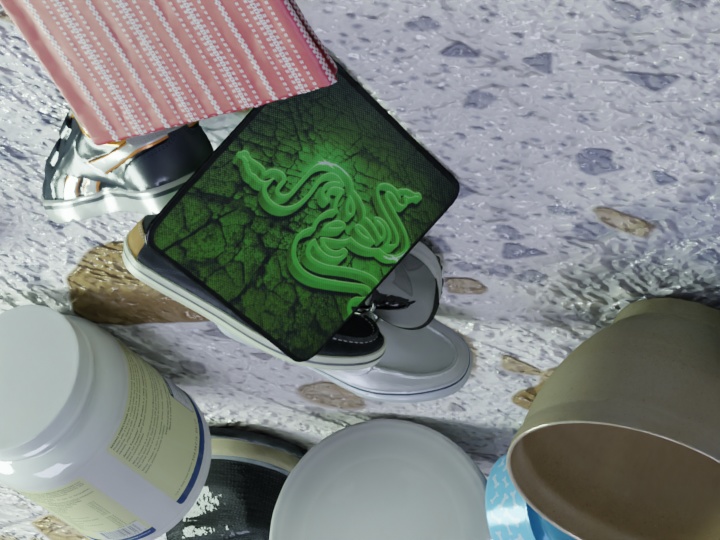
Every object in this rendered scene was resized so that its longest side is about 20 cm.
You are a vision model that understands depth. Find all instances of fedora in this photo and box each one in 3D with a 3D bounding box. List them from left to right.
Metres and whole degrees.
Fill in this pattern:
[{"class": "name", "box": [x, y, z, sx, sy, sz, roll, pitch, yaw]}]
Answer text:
[{"class": "fedora", "box": [-0.114, 0.212, 2.220, 0.199, 0.092, 0.201, 9, 157, 4]}]

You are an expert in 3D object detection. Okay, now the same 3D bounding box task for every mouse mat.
[{"class": "mouse mat", "box": [-0.032, -0.036, 1.568, 0.008, 0.161, 0.200, 44, -178, 39]}]

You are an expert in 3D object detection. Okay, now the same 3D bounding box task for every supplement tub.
[{"class": "supplement tub", "box": [-0.224, 0.124, 1.998, 0.144, 0.146, 0.200, -2, 154, 28]}]

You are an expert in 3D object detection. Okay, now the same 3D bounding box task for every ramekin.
[{"class": "ramekin", "box": [0.029, 0.232, 2.085, 0.201, 0.204, 0.094, 4, 168, 16]}]

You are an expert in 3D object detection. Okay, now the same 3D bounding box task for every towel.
[{"class": "towel", "box": [-0.119, -0.147, 1.425, 0.199, 0.023, 0.145, -10, 124, 39]}]

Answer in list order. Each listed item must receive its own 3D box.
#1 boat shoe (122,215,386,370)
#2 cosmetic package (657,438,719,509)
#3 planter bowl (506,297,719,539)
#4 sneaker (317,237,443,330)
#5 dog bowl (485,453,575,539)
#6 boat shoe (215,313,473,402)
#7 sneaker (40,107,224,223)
[{"class": "boat shoe", "box": [-0.068, 0.009, 1.735, 0.199, 0.075, 0.062, 27, 117, -6]}, {"class": "cosmetic package", "box": [0.283, 0.210, 1.869, 0.199, 0.201, 0.123, -5, 176, 30]}, {"class": "planter bowl", "box": [0.217, 0.106, 1.749, 0.199, 0.135, 0.201, 18, 151, 10]}, {"class": "sneaker", "box": [0.000, 0.000, 1.699, 0.073, 0.080, 0.200, -1, 156, 22]}, {"class": "dog bowl", "box": [0.166, 0.224, 2.051, 0.049, 0.112, 0.201, -10, 128, 34]}, {"class": "boat shoe", "box": [-0.013, 0.045, 1.813, 0.198, 0.074, 0.067, 12, 159, -2]}, {"class": "sneaker", "box": [-0.154, -0.079, 1.594, 0.199, 0.078, 0.080, -4, 112, 58]}]
